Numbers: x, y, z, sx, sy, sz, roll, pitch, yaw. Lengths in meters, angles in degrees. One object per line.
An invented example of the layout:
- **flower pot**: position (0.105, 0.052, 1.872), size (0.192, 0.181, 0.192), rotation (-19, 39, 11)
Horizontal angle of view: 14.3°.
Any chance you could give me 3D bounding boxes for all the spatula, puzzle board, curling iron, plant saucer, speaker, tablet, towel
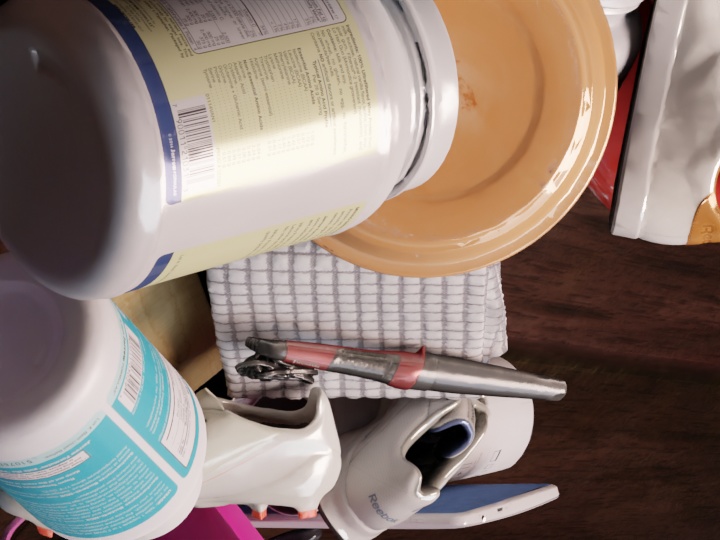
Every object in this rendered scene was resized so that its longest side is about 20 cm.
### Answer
- **spatula**: position (-0.094, 0.186, 1.862), size (0.200, 0.021, 0.056), rotation (-15, -176, 44)
- **puzzle board**: position (-0.150, 0.057, 1.649), size (0.151, 0.017, 0.200), rotation (-39, 157, -10)
- **curling iron**: position (0.024, 0.055, 1.612), size (0.200, 0.026, 0.050), rotation (5, 176, -19)
- **plant saucer**: position (0.035, -0.094, 1.479), size (0.200, 0.200, 0.032), rotation (-45, -167, 2)
- **speaker**: position (0.019, 0.103, 1.826), size (0.200, 0.081, 0.081), rotation (-8, 139, -47)
- **tablet**: position (0.011, 0.150, 1.816), size (0.130, 0.200, 0.014), rotation (-9, 94, -58)
- **towel**: position (0.000, 0.000, 1.621), size (0.165, 0.086, 0.200), rotation (0, 154, 3)

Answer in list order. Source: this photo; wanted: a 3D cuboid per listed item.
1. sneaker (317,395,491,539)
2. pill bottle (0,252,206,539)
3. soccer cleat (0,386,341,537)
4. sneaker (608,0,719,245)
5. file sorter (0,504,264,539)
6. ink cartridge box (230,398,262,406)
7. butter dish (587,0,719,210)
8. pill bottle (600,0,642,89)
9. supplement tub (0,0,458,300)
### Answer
- **sneaker**: position (0.047, 0.084, 1.737), size (0.087, 0.075, 0.200), rotation (-17, -145, 42)
- **pill bottle**: position (-0.150, 0.077, 1.519), size (0.111, 0.111, 0.200), rotation (-42, 149, -5)
- **soccer cleat**: position (-0.110, 0.106, 1.655), size (0.200, 0.069, 0.078), rotation (-4, 108, -11)
- **sneaker**: position (0.197, -0.110, 1.610), size (0.073, 0.084, 0.200), rotation (58, 43, -84)
- **file sorter**: position (-0.118, 0.218, 1.729), size (0.125, 0.200, 0.139), rotation (-32, 164, -26)
- **ink cartridge box**: position (-0.051, 0.085, 1.852), size (0.200, 0.057, 0.163), rotation (-21, 151, -23)
- **butter dish**: position (0.166, -0.095, 1.756), size (0.148, 0.200, 0.200), rotation (-25, 163, 14)
- **pill bottle**: position (0.094, -0.117, 1.640), size (0.109, 0.109, 0.200), rotation (-22, 149, -44)
- **supplement tub**: position (-0.068, -0.075, 1.345), size (0.200, 0.145, 0.145), rotation (-16, 146, -36)
